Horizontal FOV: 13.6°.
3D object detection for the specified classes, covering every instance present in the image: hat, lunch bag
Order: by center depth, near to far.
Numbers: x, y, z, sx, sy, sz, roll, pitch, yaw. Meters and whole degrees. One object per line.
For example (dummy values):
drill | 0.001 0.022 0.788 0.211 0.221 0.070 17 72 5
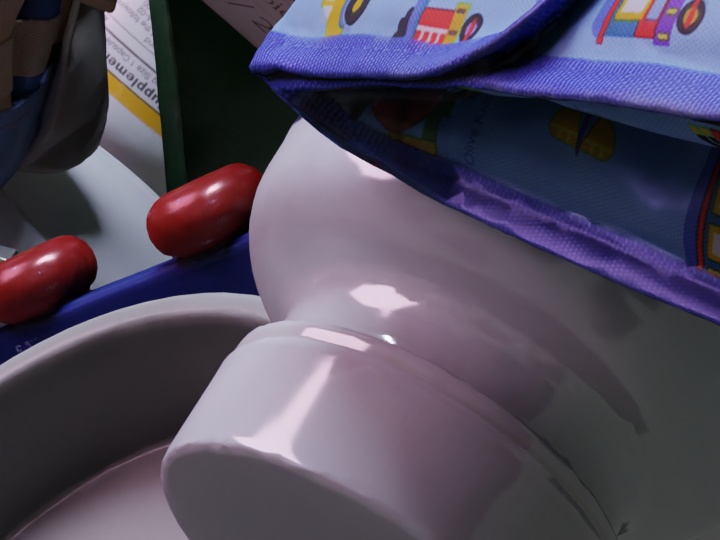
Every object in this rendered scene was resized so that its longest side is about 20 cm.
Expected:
lunch bag | 0.082 -0.065 0.475 0.151 0.094 0.200 -53 35 -14
hat | 0.021 -0.096 0.953 0.166 0.175 0.201 90 175 -63

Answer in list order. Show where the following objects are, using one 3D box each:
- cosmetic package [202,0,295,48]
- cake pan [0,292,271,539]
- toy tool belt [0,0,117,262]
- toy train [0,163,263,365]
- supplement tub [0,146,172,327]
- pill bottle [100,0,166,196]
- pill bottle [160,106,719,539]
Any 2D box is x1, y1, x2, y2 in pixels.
cosmetic package | 0.049 -0.141 0.809 0.165 0.165 0.200 -55 13 -22
cake pan | -0.063 0.095 0.647 0.200 0.037 0.201 -25 40 22
toy tool belt | -0.130 -0.082 0.885 0.200 0.124 0.123 -69 -9 -65
toy train | 0.000 0.000 0.808 0.200 0.085 0.116 -20 7 41
supplement tub | -0.147 0.054 1.013 0.200 0.140 0.140 -46 12 17
pill bottle | -0.071 -0.099 1.268 0.200 0.113 0.113 -49 12 5
pill bottle | 0.048 -0.019 0.576 0.200 0.111 0.111 -56 13 -25
